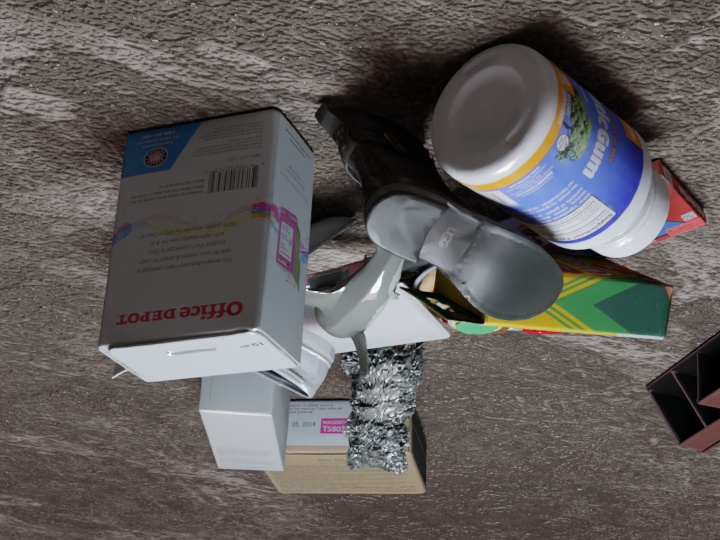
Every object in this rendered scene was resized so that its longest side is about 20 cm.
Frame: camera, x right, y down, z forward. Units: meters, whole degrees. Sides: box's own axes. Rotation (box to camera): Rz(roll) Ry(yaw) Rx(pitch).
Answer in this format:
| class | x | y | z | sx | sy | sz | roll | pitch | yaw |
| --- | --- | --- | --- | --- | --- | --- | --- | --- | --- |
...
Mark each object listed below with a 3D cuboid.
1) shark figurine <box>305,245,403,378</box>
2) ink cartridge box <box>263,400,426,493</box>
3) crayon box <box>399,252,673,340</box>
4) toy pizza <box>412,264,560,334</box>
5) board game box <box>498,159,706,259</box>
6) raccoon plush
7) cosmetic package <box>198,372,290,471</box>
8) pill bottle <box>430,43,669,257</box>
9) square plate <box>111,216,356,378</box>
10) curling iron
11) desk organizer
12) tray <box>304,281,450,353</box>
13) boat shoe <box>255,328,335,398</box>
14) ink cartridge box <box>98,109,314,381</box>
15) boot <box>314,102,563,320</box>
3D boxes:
| class | x | y | z | sx | sy | sz | roll | pitch | yaw |
| --- | --- | --- | --- | --- | --- | --- | --- | --- | --- |
| shark figurine | -0.009 | 0.002 | 1.274 | 0.089 | 0.128 | 0.215 | 14 | 134 | -18 |
| ink cartridge box | -0.023 | 0.224 | 1.862 | 0.199 | 0.075 | 0.165 | -1 | 153 | 9 |
| crayon box | 0.148 | 0.015 | 1.260 | 0.200 | 0.051 | 0.127 | 5 | -170 | -20 |
| toy pizza | 0.151 | 0.029 | 1.473 | 0.200 | 0.032 | 0.200 | 2 | 157 | 1 |
| board game box | 0.196 | -0.035 | 1.318 | 0.200 | 0.019 | 0.103 | -21 | 146 | 27 |
| raccoon plush | 0.022 | 0.137 | 1.598 | 0.097 | 0.134 | 0.200 | 2 | 155 | 1 |
| cosmetic package | -0.127 | 0.147 | 1.673 | 0.085 | 0.108 | 0.200 | 2 | 153 | 4 |
| pill bottle | 0.155 | -0.083 | 1.143 | 0.112 | 0.112 | 0.200 | -18 | 149 | 37 |
| square plate | -0.123 | 0.020 | 1.369 | 0.200 | 0.028 | 0.198 | -34 | -177 | -40 |
| curling iron | 0.000 | 0.000 | 1.401 | 0.200 | 0.026 | 0.050 | -16 | 176 | 2 |
| desk organizer | 0.391 | 0.134 | 1.629 | 0.077 | 0.072 | 0.200 | 11 | 154 | -12 |
| tray | -0.016 | 0.046 | 1.522 | 0.200 | 0.022 | 0.107 | -9 | 144 | 30 |
| boat shoe | -0.128 | 0.074 | 1.514 | 0.200 | 0.069 | 0.072 | 23 | 160 | -1 |
| ink cartridge box | -0.123 | -0.017 | 1.209 | 0.144 | 0.200 | 0.085 | -7 | 152 | 21 |
| boot | 0.062 | -0.056 | 1.162 | 0.200 | 0.174 | 0.069 | 30 | 110 | -25 |
